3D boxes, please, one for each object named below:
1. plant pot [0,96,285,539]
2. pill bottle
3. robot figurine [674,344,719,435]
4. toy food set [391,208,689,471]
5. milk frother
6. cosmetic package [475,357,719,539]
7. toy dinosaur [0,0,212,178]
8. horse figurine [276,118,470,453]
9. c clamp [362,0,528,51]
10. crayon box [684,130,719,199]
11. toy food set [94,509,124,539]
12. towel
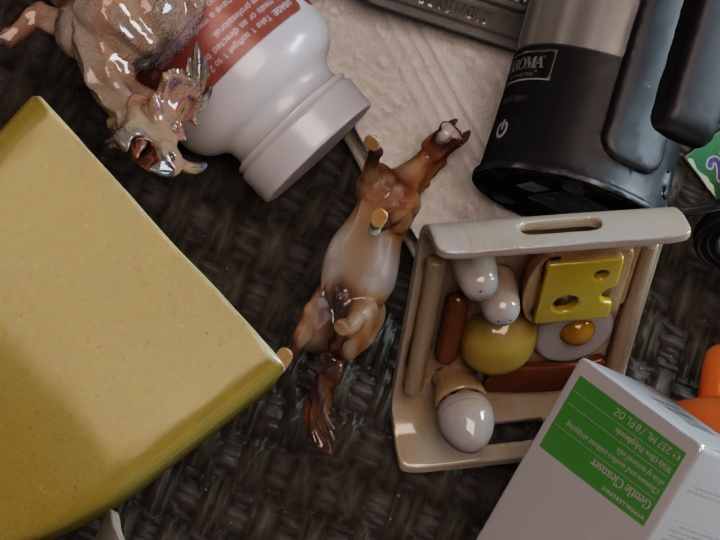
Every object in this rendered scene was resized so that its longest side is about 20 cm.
[{"bbox_3d":[-0.180,0.055,1.472,0.200,0.194,0.196,-43,88,-7],"label":"plant pot"},{"bbox_3d":[-0.091,-0.141,1.563,0.112,0.112,0.200,-42,88,-16],"label":"pill bottle"},{"bbox_3d":[0.221,0.147,1.561,0.143,0.116,0.201,13,74,-31],"label":"robot figurine"},{"bbox_3d":[0.100,0.042,1.519,0.143,0.201,0.061,-5,53,-11],"label":"toy food set"},{"bbox_3d":[0.193,-0.107,1.568,0.200,0.180,0.189,28,74,-42],"label":"milk frother"},{"bbox_3d":[0.128,0.166,1.498,0.085,0.107,0.201,23,99,-47],"label":"cosmetic package"},{"bbox_3d":[-0.116,-0.141,1.468,0.135,0.086,0.201,32,63,-11],"label":"toy dinosaur"},{"bbox_3d":[0.000,0.000,1.530,0.050,0.133,0.201,21,93,8],"label":"horse figurine"},{"bbox_3d":[0.057,-0.223,1.622,0.199,0.027,0.172,22,65,-14],"label":"c clamp"},{"bbox_3d":[0.309,-0.028,1.647,0.125,0.052,0.200,-36,86,-16],"label":"crayon box"},{"bbox_3d":[-0.074,0.228,1.490,0.199,0.061,0.144,23,119,-6],"label":"toy food set"},{"bbox_3d":[0.056,-0.096,1.624,0.132,0.034,0.201,-26,83,-16],"label":"towel"}]
